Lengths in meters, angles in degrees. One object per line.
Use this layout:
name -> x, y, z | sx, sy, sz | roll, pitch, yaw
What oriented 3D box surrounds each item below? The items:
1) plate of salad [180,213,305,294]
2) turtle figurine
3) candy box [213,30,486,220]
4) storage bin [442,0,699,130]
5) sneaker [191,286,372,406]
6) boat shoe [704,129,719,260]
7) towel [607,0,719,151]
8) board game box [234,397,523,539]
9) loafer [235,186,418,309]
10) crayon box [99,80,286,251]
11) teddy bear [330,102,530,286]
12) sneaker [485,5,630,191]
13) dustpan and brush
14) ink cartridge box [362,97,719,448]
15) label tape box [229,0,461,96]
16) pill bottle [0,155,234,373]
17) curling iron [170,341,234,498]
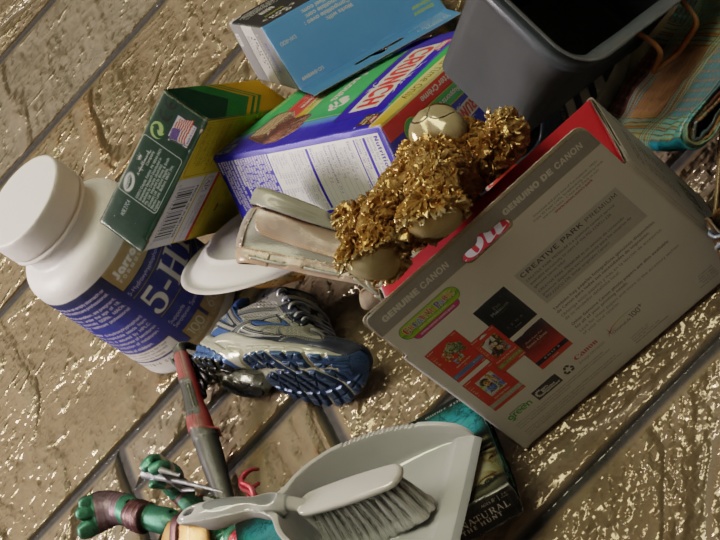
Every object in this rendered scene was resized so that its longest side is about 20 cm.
plate of salad -> -0.053, -0.026, 1.620 | 0.199, 0.048, 0.200 | -24, 19, 9
turtle figurine -> -0.134, 0.211, 1.499 | 0.200, 0.100, 0.151 | -10, 84, 51
candy box -> 0.009, -0.113, 1.575 | 0.199, 0.077, 0.169 | -6, 28, 45
storage bin -> 0.158, -0.184, 1.406 | 0.200, 0.146, 0.134 | -38, -13, -31
sneaker -> -0.056, 0.050, 1.568 | 0.200, 0.077, 0.085 | 3, 59, 51
boat shoe -> 0.252, -0.020, 1.258 | 0.072, 0.072, 0.201 | -31, 40, 30
towel -> 0.232, -0.145, 1.379 | 0.147, 0.022, 0.200 | -55, 13, -4
board game box -> 0.009, 0.168, 1.357 | 0.199, 0.028, 0.135 | -30, 25, 6
loafer -> 0.000, 0.000, 1.490 | 0.199, 0.072, 0.063 | 23, 87, 15
crayon box -> -0.125, -0.091, 1.657 | 0.051, 0.200, 0.127 | 34, 109, 16
teddy bear -> 0.042, -0.059, 1.302 | 0.145, 0.067, 0.200 | -36, 8, 46
sneaker -> 0.139, -0.139, 1.487 | 0.075, 0.084, 0.201 | -7, 55, 48
dustpan and brush -> -0.028, 0.158, 1.312 | 0.199, 0.057, 0.140 | -19, 30, 26
ink cartridge box -> 0.117, -0.007, 1.317 | 0.200, 0.175, 0.084 | -42, 35, 16
label tape box -> -0.017, -0.213, 1.667 | 0.144, 0.063, 0.200 | -30, 15, -9
pill bottle -> -0.215, -0.008, 1.694 | 0.119, 0.200, 0.120 | -30, 41, 30
curling iron -> -0.120, 0.131, 1.605 | 0.026, 0.050, 0.200 | -41, 41, 19
